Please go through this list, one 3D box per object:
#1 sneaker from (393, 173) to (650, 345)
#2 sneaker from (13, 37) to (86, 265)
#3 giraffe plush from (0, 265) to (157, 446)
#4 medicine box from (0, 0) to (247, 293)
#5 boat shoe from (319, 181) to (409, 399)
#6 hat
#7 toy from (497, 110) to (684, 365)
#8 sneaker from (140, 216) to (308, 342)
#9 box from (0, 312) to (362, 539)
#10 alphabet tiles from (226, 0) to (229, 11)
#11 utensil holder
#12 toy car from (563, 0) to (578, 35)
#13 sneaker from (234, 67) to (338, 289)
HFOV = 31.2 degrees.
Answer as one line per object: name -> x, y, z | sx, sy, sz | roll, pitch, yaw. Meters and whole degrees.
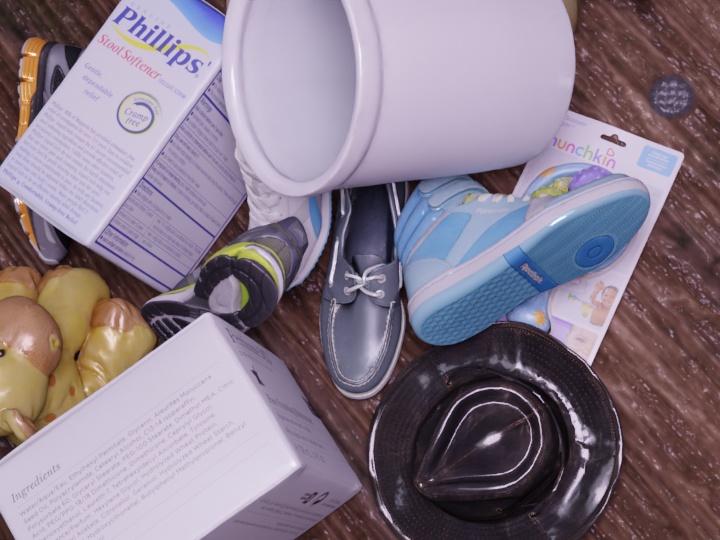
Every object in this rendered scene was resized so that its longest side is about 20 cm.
sneaker -> 0.108, -0.044, 0.972 | 0.199, 0.080, 0.131 | -29, 50, 11
sneaker -> -0.256, -0.104, 1.114 | 0.077, 0.078, 0.201 | 1, 82, -6
giraffe plush -> -0.273, 0.080, 1.022 | 0.171, 0.162, 0.201 | 2, 76, 13
medicine box -> -0.160, -0.102, 1.032 | 0.103, 0.182, 0.201 | 33, 85, 18
boat shoe -> 0.000, 0.000, 1.033 | 0.072, 0.062, 0.201 | 4, 77, 14
hat -> 0.090, 0.135, 0.950 | 0.199, 0.081, 0.202 | -1, 88, 17
toy -> 0.162, -0.029, 1.011 | 0.115, 0.047, 0.201 | 23, 83, 16
sneaker -> -0.103, 0.019, 1.014 | 0.074, 0.200, 0.081 | 53, 50, -8
box -> -0.129, 0.155, 0.951 | 0.200, 0.199, 0.131 | -36, 72, 2
alphabet tiles -> -0.022, -0.238, 1.128 | 0.199, 0.008, 0.168 | -4, 76, 12
utensil holder -> 0.029, -0.145, 0.914 | 0.199, 0.170, 0.171 | -9, 68, -35
toy car -> 0.125, -0.218, 1.024 | 0.164, 0.158, 0.201 | 30, 96, 30
sneaker -> -0.065, -0.077, 1.027 | 0.076, 0.081, 0.201 | 28, 114, 37
